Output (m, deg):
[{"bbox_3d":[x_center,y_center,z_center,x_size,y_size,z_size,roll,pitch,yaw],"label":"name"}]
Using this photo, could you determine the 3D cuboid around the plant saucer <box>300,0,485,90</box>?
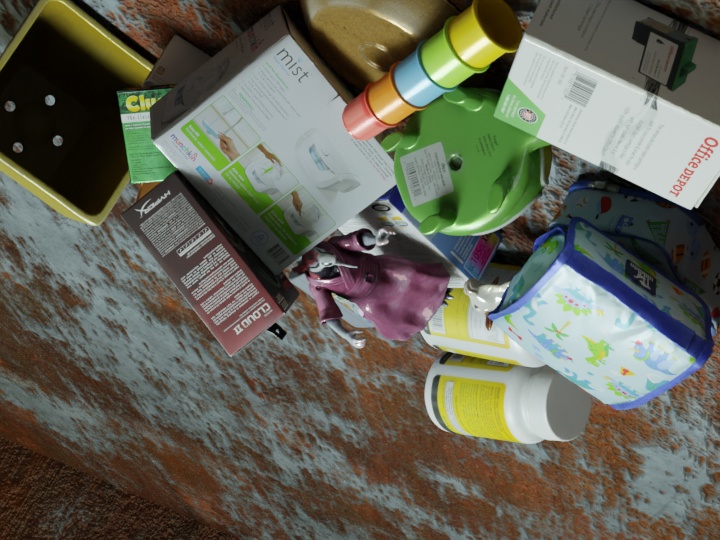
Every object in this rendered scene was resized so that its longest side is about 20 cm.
[{"bbox_3d":[0.023,-0.217,1.495,0.200,0.036,0.200,23,156,11],"label":"plant saucer"}]

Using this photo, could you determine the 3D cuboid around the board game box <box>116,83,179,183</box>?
[{"bbox_3d":[-0.157,-0.152,1.675,0.199,0.023,0.105,-3,111,7],"label":"board game box"}]

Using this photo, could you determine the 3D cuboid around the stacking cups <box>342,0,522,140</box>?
[{"bbox_3d":[0.057,-0.176,1.421,0.060,0.061,0.200,37,133,-22],"label":"stacking cups"}]

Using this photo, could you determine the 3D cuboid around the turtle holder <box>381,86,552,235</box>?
[{"bbox_3d":[0.125,-0.117,1.489,0.141,0.186,0.132,49,-153,22],"label":"turtle holder"}]

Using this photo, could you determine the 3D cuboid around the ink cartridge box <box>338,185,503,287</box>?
[{"bbox_3d":[0.043,-0.065,1.740,0.136,0.077,0.200,0,146,50],"label":"ink cartridge box"}]

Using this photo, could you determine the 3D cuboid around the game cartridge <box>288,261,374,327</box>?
[{"bbox_3d":[0.000,0.021,2.027,0.133,0.042,0.200,39,155,-14],"label":"game cartridge"}]

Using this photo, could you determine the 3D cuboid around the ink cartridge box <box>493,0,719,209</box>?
[{"bbox_3d":[0.229,-0.153,1.336,0.199,0.085,0.146,26,158,4],"label":"ink cartridge box"}]

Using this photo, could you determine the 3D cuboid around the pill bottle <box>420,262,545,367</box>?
[{"bbox_3d":[0.172,0.050,1.794,0.199,0.112,0.112,9,151,37],"label":"pill bottle"}]

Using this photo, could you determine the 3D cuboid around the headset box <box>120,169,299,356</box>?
[{"bbox_3d":[-0.144,-0.006,1.600,0.200,0.077,0.149,51,-173,-2],"label":"headset box"}]

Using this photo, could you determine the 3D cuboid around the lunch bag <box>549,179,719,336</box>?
[{"bbox_3d":[0.284,-0.014,1.586,0.160,0.076,0.200,14,153,41],"label":"lunch bag"}]

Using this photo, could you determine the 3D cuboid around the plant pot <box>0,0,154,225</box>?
[{"bbox_3d":[-0.360,-0.180,1.818,0.195,0.195,0.200,37,165,-21],"label":"plant pot"}]

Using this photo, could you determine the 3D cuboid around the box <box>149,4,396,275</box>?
[{"bbox_3d":[-0.083,-0.130,1.571,0.200,0.176,0.097,47,-169,-27],"label":"box"}]

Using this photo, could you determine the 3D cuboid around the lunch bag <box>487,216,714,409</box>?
[{"bbox_3d":[0.234,0.040,1.490,0.170,0.128,0.200,34,172,-3],"label":"lunch bag"}]

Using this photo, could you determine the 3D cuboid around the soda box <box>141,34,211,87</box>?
[{"bbox_3d":[-0.144,-0.173,1.730,0.200,0.068,0.064,31,157,-9],"label":"soda box"}]

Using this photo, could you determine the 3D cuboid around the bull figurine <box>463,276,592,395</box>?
[{"bbox_3d":[0.205,0.053,1.661,0.200,0.065,0.122,38,152,7],"label":"bull figurine"}]

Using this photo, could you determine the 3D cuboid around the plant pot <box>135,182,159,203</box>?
[{"bbox_3d":[-0.182,-0.084,1.872,0.199,0.140,0.200,23,157,10],"label":"plant pot"}]

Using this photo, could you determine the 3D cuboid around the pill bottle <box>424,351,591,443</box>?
[{"bbox_3d":[0.190,0.162,2.008,0.200,0.115,0.114,3,147,46],"label":"pill bottle"}]

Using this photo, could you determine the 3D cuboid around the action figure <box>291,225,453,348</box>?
[{"bbox_3d":[0.000,0.000,1.690,0.200,0.134,0.149,23,-169,-35],"label":"action figure"}]
